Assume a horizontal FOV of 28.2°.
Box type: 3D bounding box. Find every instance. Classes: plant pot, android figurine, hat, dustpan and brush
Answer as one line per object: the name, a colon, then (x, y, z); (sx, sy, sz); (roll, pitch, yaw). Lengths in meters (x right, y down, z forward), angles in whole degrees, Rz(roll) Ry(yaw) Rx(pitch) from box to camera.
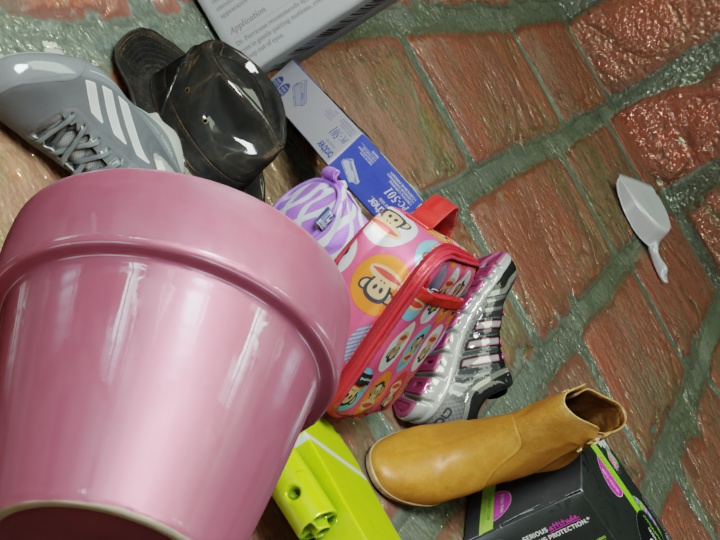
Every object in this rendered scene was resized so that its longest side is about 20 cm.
plant pot: (-0.115, 0.075, 0.759); (0.200, 0.199, 0.180); (45, 41, -36)
android figurine: (-0.018, 0.163, 1.003); (0.200, 0.041, 0.182); (56, 4, 28)
hat: (-0.107, -0.124, 1.154); (0.201, 0.081, 0.201); (50, 23, -30)
dustpan and brush: (0.528, -0.071, 2.609); (0.139, 0.057, 0.201); (12, 45, -49)

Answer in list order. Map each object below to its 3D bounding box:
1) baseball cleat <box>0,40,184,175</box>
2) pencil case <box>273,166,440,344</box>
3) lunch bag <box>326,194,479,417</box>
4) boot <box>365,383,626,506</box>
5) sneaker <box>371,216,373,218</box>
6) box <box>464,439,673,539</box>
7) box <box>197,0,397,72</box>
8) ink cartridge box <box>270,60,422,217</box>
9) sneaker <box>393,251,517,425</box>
baseball cleat: (-0.173, -0.079, 0.963); (0.200, 0.070, 0.107); (22, 43, -58)
pencil case: (0.000, 0.000, 1.232); (0.084, 0.086, 0.200); (19, -23, 47)
lunch bag: (0.022, 0.022, 1.097); (0.082, 0.177, 0.200); (35, 6, 13)
boot: (0.116, 0.137, 1.189); (0.200, 0.144, 0.071); (3, 61, -41)
sneaker: (0.066, 0.021, 1.404); (0.081, 0.075, 0.201); (31, 36, -76)
box: (0.201, 0.255, 1.327); (0.200, 0.124, 0.149); (55, 21, -19)
box: (-0.047, -0.312, 1.365); (0.172, 0.198, 0.200); (59, 19, -4)
ink cartridge box: (-0.020, -0.116, 1.301); (0.094, 0.044, 0.200); (46, 3, -32)
sneaker: (0.103, 0.074, 1.309); (0.087, 0.074, 0.200); (41, 56, -20)
